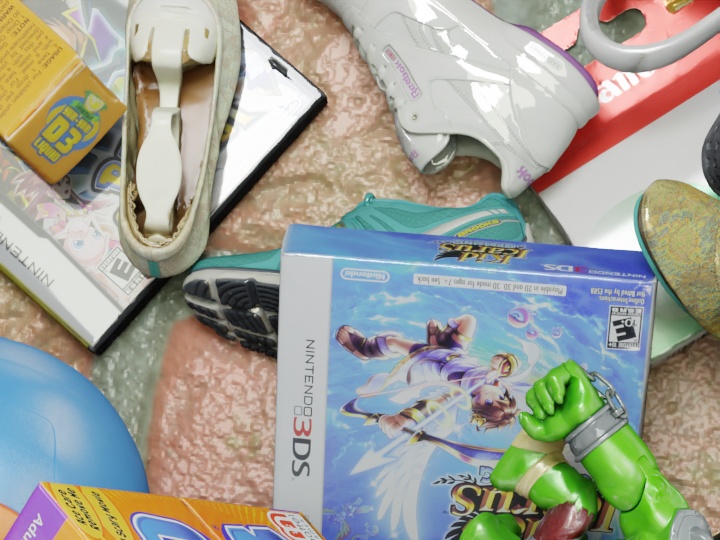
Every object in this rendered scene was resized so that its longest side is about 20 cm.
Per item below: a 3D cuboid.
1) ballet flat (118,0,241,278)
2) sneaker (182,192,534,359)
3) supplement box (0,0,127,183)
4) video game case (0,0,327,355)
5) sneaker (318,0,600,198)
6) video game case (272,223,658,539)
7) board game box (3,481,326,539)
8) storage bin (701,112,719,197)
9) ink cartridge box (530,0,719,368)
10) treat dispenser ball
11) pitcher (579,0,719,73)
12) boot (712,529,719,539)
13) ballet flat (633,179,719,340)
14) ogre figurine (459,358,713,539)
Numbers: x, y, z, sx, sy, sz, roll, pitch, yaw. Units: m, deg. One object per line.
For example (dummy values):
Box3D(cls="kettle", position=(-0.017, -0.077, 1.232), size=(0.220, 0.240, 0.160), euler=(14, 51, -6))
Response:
Box3D(cls="ballet flat", position=(-0.102, -0.096, 1.405), size=(0.067, 0.062, 0.200), euler=(0, 81, 3))
Box3D(cls="sneaker", position=(0.000, 0.000, 1.415), size=(0.200, 0.078, 0.080), euler=(-6, 52, 7))
Box3D(cls="supplement box", position=(-0.223, -0.136, 1.411), size=(0.200, 0.067, 0.069), euler=(39, 85, 30))
Box3D(cls="video game case", position=(-0.151, -0.084, 1.450), size=(0.181, 0.026, 0.200), euler=(41, 87, 9))
Box3D(cls="sneaker", position=(0.032, -0.116, 1.409), size=(0.200, 0.075, 0.100), euler=(33, 85, 17))
Box3D(cls="video game case", position=(0.054, 0.073, 1.360), size=(0.200, 0.045, 0.182), euler=(4, 115, 5))
Box3D(cls="board game box", position=(-0.085, 0.248, 1.228), size=(0.200, 0.200, 0.200), euler=(44, 108, 35))
Box3D(cls="storage bin", position=(0.298, -0.054, 1.332), size=(0.200, 0.094, 0.135), euler=(35, 81, -25))
Box3D(cls="ink cartridge box", position=(0.176, -0.070, 1.415), size=(0.161, 0.050, 0.200), euler=(-32, 83, -1))
Box3D(cls="treat dispenser ball", position=(-0.211, 0.133, 1.334), size=(0.201, 0.201, 0.201), euler=(-1, 82, 4))
Box3D(cls="pitcher", position=(0.215, -0.189, 1.386), size=(0.200, 0.121, 0.172), euler=(-4, 65, 8))
Box3D(cls="boot", position=(0.189, 0.174, 1.332), size=(0.200, 0.138, 0.077), euler=(-41, 82, -1))
Box3D(cls="ballet flat", position=(0.217, 0.017, 1.336), size=(0.071, 0.200, 0.071), euler=(-23, 40, 21))
Box3D(cls="ogre figurine", position=(0.114, 0.148, 1.287), size=(0.120, 0.098, 0.200), euler=(40, 119, 22))
